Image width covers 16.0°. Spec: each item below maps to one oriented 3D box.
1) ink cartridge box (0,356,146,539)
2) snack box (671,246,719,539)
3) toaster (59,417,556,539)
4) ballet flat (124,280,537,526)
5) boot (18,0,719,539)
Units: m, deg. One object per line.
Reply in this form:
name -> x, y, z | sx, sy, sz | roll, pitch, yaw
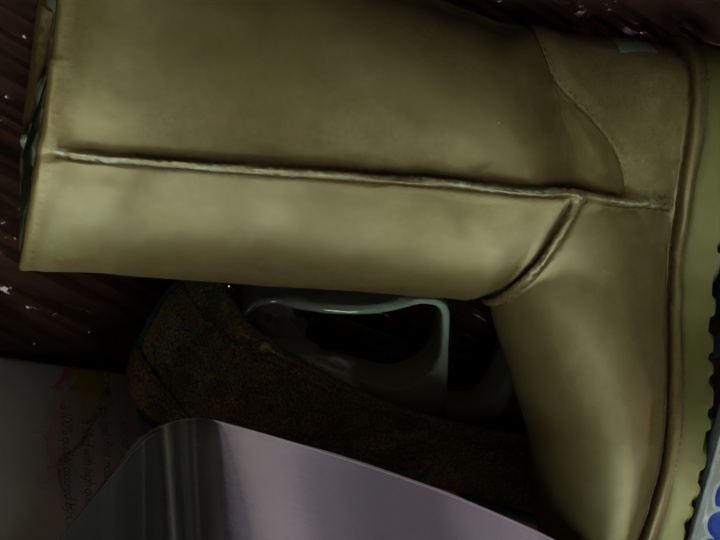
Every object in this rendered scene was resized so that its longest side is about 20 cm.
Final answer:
ink cartridge box -> -0.080, 0.092, 0.781 | 0.199, 0.117, 0.068 | 9, 128, -15
snack box -> 0.103, 0.060, 0.755 | 0.024, 0.072, 0.201 | 14, 97, -7
toaster -> -0.015, 0.149, 0.685 | 0.180, 0.119, 0.200 | 21, 125, -26
ballet flat -> 0.027, 0.038, 0.792 | 0.199, 0.071, 0.071 | 14, 126, -19
boot -> 0.000, 0.000, 0.723 | 0.199, 0.066, 0.176 | 7, 89, -16
